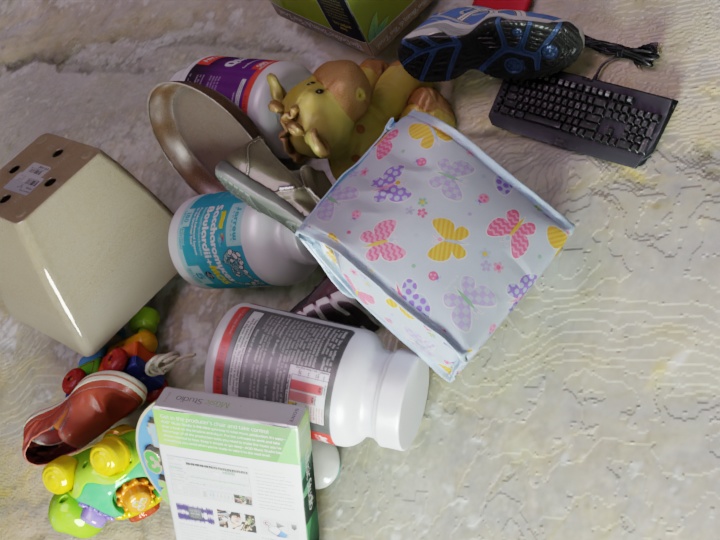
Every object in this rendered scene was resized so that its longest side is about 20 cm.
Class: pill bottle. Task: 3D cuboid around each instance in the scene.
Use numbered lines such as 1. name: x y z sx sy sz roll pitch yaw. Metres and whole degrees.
1. pill bottle: -0.041 0.106 1.089 0.198 0.116 0.117 12 76 18
2. pill bottle: -0.146 -0.201 1.352 0.199 0.112 0.113 14 79 41
3. pill bottle: -0.115 -0.037 1.239 0.199 0.110 0.112 -4 67 44

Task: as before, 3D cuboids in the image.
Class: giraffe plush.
1. giraffe plush: -0.020 -0.160 1.197 0.172 0.162 0.201 17 80 41

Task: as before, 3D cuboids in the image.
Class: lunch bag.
1. lunch bag: 0.065 -0.029 1.028 0.200 0.127 0.170 39 75 7

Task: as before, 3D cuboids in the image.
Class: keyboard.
1. keyboard: 0.224 -0.181 1.109 0.199 0.021 0.128 25 86 42

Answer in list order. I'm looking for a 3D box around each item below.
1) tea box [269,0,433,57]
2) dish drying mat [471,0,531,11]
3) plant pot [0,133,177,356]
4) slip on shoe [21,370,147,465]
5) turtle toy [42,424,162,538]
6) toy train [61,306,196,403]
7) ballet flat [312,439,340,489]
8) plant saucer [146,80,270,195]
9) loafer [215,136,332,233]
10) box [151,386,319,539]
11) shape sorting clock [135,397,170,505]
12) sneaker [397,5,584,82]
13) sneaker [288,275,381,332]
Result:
1. tea box: -0.037 -0.379 1.274 0.134 0.197 0.200 -45 47 -13
2. dish drying mat: 0.161 -0.314 1.223 0.076 0.018 0.201 15 79 41
3. plant pot: -0.353 -0.050 1.357 0.199 0.178 0.200 19 56 42
4. slip on shoe: -0.322 0.174 1.298 0.199 0.074 0.062 -28 39 28
5. turtle toy: -0.276 0.234 1.248 0.199 0.146 0.102 -24 91 28
6. toy train: -0.260 0.091 1.335 0.199 0.085 0.116 -25 43 28
7. ballet flat: -0.094 0.152 1.177 0.070 0.069 0.200 -49 48 9
8. plant saucer: -0.166 -0.143 1.304 0.199 0.201 0.032 13 49 41
9. loafer: -0.051 -0.070 1.113 0.199 0.075 0.070 33 81 9
10. box: -0.114 0.206 1.065 0.143 0.201 0.036 7 35 14
11. shape sorting clock: -0.141 0.205 1.119 0.199 0.201 0.039 -10 31 35
12. sneaker: 0.136 -0.244 1.149 0.199 0.076 0.077 7 47 29
13. sneaker: 0.000 0.000 1.178 0.199 0.076 0.116 -26 48 16
